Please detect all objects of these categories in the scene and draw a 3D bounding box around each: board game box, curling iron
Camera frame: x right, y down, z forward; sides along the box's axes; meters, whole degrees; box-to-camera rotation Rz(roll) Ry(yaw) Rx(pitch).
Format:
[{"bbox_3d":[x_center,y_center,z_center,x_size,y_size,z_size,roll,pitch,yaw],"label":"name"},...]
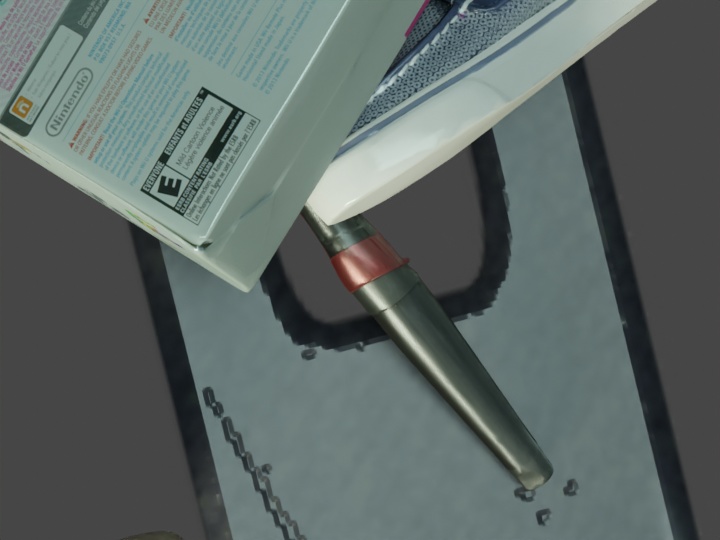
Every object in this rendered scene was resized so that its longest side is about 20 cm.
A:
[{"bbox_3d":[-0.084,-0.109,0.789,0.199,0.064,0.148,31,87,18],"label":"board game box"},{"bbox_3d":[0.000,0.000,0.853,0.200,0.050,0.026,45,62,-12],"label":"curling iron"}]

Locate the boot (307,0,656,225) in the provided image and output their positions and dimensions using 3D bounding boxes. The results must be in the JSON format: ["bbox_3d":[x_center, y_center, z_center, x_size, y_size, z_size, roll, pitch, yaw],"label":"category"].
[{"bbox_3d":[0.039,-0.102,0.836,0.200,0.073,0.091,-37,89,-23],"label":"boot"}]

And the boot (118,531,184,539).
[{"bbox_3d":[-0.173,0.106,0.817,0.200,0.070,0.146,-39,93,-6],"label":"boot"}]
